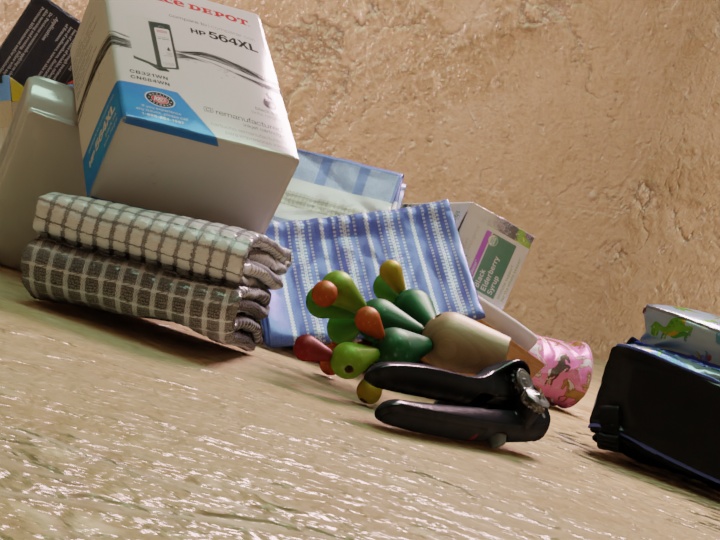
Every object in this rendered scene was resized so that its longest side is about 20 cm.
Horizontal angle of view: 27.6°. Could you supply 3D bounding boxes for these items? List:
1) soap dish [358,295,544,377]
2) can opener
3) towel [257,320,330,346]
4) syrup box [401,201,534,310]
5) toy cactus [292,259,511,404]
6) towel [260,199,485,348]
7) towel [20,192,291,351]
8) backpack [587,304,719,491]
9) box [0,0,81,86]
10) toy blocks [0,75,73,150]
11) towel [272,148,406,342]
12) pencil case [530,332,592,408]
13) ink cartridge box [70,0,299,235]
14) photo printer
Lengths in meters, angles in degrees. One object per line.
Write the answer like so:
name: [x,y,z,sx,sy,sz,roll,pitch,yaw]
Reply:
soap dish: [0.058,0.054,1.418,0.199,0.082,0.157,18,-9,42]
can opener: [0.071,0.098,1.043,0.199,0.078,0.064,11,45,-55]
towel: [-0.070,0.060,1.360,0.198,0.018,0.086,17,-4,-10]
syrup box: [0.087,-0.016,1.463,0.081,0.080,0.200,27,-7,-19]
toy cactus: [0.032,0.054,1.134,0.163,0.104,0.200,15,8,8]
towel: [0.000,0.000,1.312,0.197,0.024,0.146,-7,48,-7]
towel: [-0.149,0.004,1.100,0.163,0.087,0.200,11,-3,6]
backpack: [0.315,0.118,1.313,0.181,0.149,0.200,21,0,22]
box: [-0.293,-0.136,1.454,0.181,0.201,0.104,35,0,-6]
toy blocks: [-0.317,-0.115,1.352,0.197,0.139,0.100,-6,-17,-9]
towel: [-0.043,-0.029,1.374,0.145,0.202,0.024,14,-38,4]
pencil case: [0.165,0.096,1.651,0.198,0.088,0.083,18,-30,-19]
ink cartridge box: [-0.141,-0.132,1.148,0.144,0.085,0.201,11,38,-25]
photo printer: [-0.208,-0.058,1.230,0.198,0.167,0.070,18,33,-21]
